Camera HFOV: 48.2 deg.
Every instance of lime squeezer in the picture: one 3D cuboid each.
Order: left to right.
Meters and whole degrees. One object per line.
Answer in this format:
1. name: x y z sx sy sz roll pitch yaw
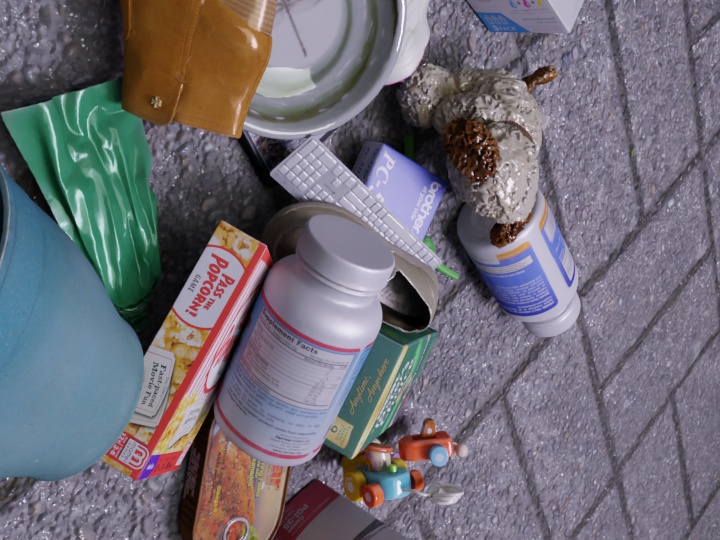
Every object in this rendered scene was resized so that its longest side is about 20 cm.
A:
1. lime squeezer: 0.067 -0.049 0.921 0.071 0.037 0.203 -69 144 -49

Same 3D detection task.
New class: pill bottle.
1. pill bottle: -0.047 0.059 0.694 0.107 0.109 0.203 3 123 -43
2. pill bottle: 0.206 -0.008 1.002 0.113 0.111 0.201 -52 132 -18

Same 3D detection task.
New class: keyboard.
1. keyboard: 0.000 -0.049 0.773 0.056 0.011 0.199 -33 126 24

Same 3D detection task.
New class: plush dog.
1. plush dog: 0.141 -0.124 0.838 0.200 0.158 0.175 47 34 -42

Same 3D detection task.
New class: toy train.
1. toy train: 0.049 0.200 0.880 0.146 0.200 0.057 -6 92 2

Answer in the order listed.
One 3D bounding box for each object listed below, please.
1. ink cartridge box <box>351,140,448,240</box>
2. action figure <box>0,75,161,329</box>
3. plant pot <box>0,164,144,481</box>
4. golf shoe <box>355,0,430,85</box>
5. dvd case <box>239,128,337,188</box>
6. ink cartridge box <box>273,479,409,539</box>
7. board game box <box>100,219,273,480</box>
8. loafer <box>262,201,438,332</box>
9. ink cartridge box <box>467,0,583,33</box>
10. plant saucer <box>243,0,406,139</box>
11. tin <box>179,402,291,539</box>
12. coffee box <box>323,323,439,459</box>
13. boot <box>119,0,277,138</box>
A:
1. ink cartridge box: 0.008 -0.021 0.835 0.093 0.044 0.204 24 90 -31
2. action figure: -0.204 -0.043 0.643 0.117 0.054 0.204 -27 118 -37
3. plant pot: -0.252 0.050 0.544 0.202 0.198 0.188 -58 147 -13
4. golf shoe: 0.036 -0.284 0.768 0.091 0.074 0.204 31 68 -47
5. dvd case: -0.052 -0.196 0.766 0.200 0.017 0.144 -47 130 -24
6. ink cartridge box: 0.007 0.336 0.855 0.082 0.198 0.149 -35 124 -29
7. board game box: -0.139 0.071 0.684 0.203 0.046 0.152 -62 177 -9
8. loafer: 0.000 0.000 0.759 0.197 0.069 0.076 22 115 -26
9. ink cartridge box: 0.144 -0.338 0.842 0.199 0.114 0.069 36 77 -43
10. plant saucer: -0.058 -0.215 0.680 0.196 0.050 0.204 -10 123 -16
11. tin: -0.121 0.199 0.807 0.110 0.042 0.205 7 97 -40
12. coffee box: 0.024 0.115 0.837 0.125 0.043 0.200 -64 166 5
13. boot: -0.160 -0.190 0.591 0.071 0.198 0.146 -68 -179 -73
